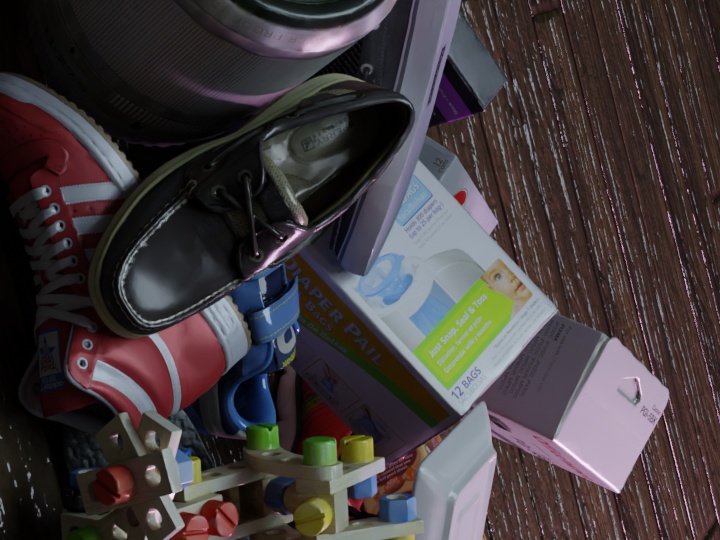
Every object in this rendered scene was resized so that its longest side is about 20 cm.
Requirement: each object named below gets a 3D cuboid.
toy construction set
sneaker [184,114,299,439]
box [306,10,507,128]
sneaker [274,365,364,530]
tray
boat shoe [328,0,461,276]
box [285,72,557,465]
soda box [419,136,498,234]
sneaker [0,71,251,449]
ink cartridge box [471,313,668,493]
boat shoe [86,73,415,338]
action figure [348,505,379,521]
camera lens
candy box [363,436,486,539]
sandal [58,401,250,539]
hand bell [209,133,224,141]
[{"bbox_3d":[-0.074,0.120,1.073,0.199,0.131,0.093,12,84,-51],"label":"toy construction set"},{"bbox_3d":[-0.065,0.008,1.190,0.074,0.082,0.201,-37,147,-53],"label":"sneaker"},{"bbox_3d":[-0.022,-0.141,1.299,0.143,0.199,0.036,53,53,-19],"label":"box"},{"bbox_3d":[-0.008,0.106,1.385,0.201,0.084,0.077,-77,148,-47],"label":"sneaker"},{"bbox_3d":[0.046,0.184,1.235,0.107,0.022,0.201,-39,141,-61],"label":"tray"},{"bbox_3d":[0.006,-0.099,1.198,0.070,0.066,0.201,-52,158,-70],"label":"boat shoe"},{"bbox_3d":[0.000,0.000,1.294,0.200,0.101,0.112,47,56,-3],"label":"box"},{"bbox_3d":[0.043,-0.046,1.533,0.068,0.064,0.200,-56,164,-3],"label":"soda box"},{"bbox_3d":[-0.155,0.000,1.100,0.200,0.071,0.112,50,58,-8],"label":"sneaker"},{"bbox_3d":[0.096,0.067,1.495,0.083,0.199,0.147,-62,147,-7],"label":"ink cartridge box"},{"bbox_3d":[-0.054,-0.039,1.088,0.200,0.065,0.073,-43,110,-25],"label":"boat shoe"},{"bbox_3d":[-0.030,0.238,1.251,0.201,0.102,0.119,-67,162,-9],"label":"action figure"},{"bbox_3d":[-0.078,-0.166,1.145,0.159,0.200,0.161,10,70,-27],"label":"camera lens"},{"bbox_3d":[0.049,0.182,1.442,0.116,0.055,0.201,56,11,-44],"label":"candy box"},{"bbox_3d":[-0.101,0.136,1.171,0.075,0.048,0.201,-46,110,-21],"label":"sandal"},{"bbox_3d":[-0.039,-0.113,1.452,0.200,0.104,0.105,-28,105,-56],"label":"hand bell"}]
